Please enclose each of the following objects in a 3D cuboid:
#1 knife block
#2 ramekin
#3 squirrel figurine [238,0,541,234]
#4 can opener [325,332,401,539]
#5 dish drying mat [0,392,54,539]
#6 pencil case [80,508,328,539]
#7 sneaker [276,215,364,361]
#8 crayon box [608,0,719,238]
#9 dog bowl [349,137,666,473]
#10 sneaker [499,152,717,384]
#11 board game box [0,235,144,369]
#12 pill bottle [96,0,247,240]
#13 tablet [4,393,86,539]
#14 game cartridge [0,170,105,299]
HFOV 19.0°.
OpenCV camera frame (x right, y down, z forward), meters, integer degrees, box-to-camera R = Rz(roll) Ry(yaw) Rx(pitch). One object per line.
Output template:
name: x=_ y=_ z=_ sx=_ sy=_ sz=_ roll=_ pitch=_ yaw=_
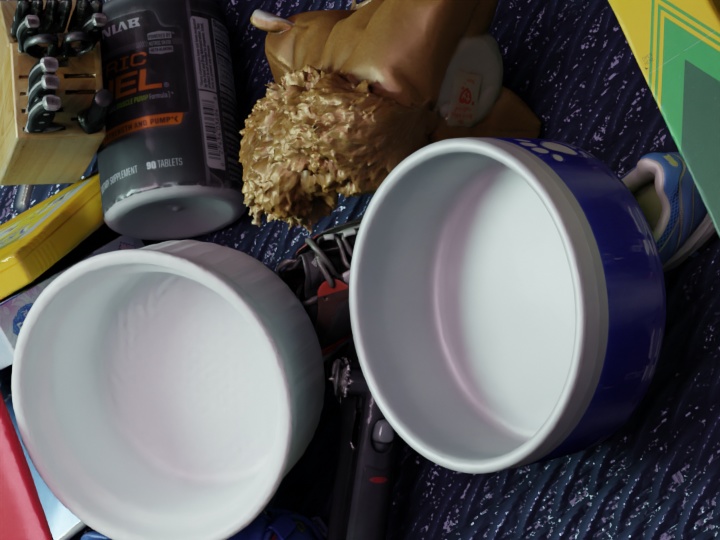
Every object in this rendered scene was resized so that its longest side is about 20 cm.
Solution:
knife block: x=-0.213 y=-0.106 z=1.493 sx=0.176 sy=0.064 sz=0.201 roll=-111 pitch=24 yaw=-52
ramekin: x=-0.120 y=0.075 z=1.417 sx=0.200 sy=0.098 sz=0.201 roll=5 pitch=104 yaw=19
squirrel figurine: x=-0.010 y=-0.120 z=1.417 sx=0.186 sy=0.142 sz=0.200 roll=16 pitch=48 yaw=43
can opener: x=0.006 y=0.128 z=1.411 sx=0.063 sy=0.078 sz=0.201 roll=-157 pitch=76 yaw=-77
dish drying mat: x=-0.241 y=0.169 z=1.416 sx=0.077 sy=0.018 sz=0.201 roll=-23 pitch=81 yaw=23
pencil case: x=-0.116 y=0.210 z=1.474 sx=0.199 sy=0.078 sz=0.087 roll=-11 pitch=98 yaw=31
sneaker: x=0.000 y=0.000 z=1.442 sx=0.200 sy=0.082 sz=0.077 roll=-38 pitch=61 yaw=22
crayon box: x=0.238 y=-0.073 z=1.225 sx=0.058 sy=0.200 sz=0.173 roll=-34 pitch=62 yaw=24
dog bowl: x=0.087 y=0.019 z=1.307 sx=0.200 sy=0.079 sz=0.201 roll=6 pitch=98 yaw=47
sneaker: x=0.145 y=-0.002 z=1.348 sx=0.076 sy=0.077 sz=0.200 roll=47 pitch=108 yaw=30
board game box: x=-0.272 y=0.052 z=1.545 sx=0.199 sy=0.199 sz=0.041 roll=-26 pitch=95 yaw=28
pill bottle: x=-0.143 y=-0.131 z=1.555 sx=0.106 sy=0.106 sz=0.201 roll=-19 pitch=69 yaw=29
tablet: x=-0.203 y=0.117 z=1.595 sx=0.200 sy=0.014 sz=0.130 roll=-38 pitch=61 yaw=20
game cartridge: x=-0.265 y=-0.006 z=1.565 sx=0.176 sy=0.200 sz=0.033 roll=-27 pitch=100 yaw=26
